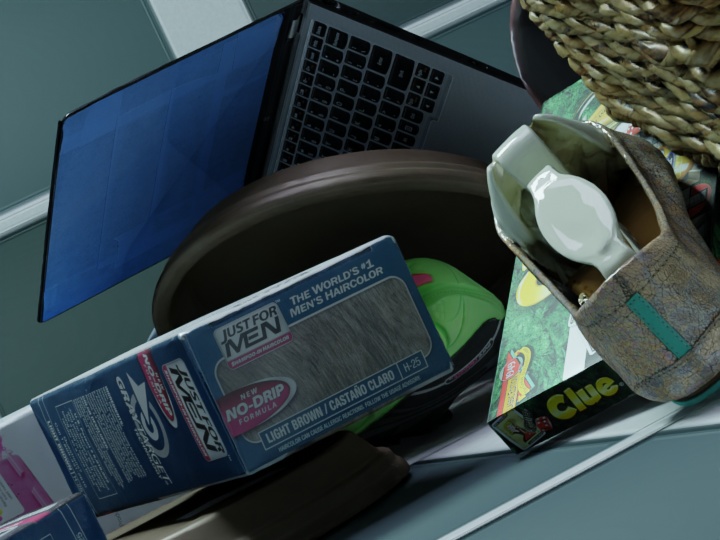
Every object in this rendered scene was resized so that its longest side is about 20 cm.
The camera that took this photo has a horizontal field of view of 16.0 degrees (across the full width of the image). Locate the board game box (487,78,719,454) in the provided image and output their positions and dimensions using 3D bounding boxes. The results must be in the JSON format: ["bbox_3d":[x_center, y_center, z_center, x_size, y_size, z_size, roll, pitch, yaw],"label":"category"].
[{"bbox_3d":[0.105,-0.024,0.994,0.105,0.023,0.201,-34,27,32],"label":"board game box"}]

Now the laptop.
[{"bbox_3d":[-0.033,-0.027,1.201,0.188,0.199,0.116,108,-175,-59],"label":"laptop"}]

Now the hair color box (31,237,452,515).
[{"bbox_3d":[-0.054,0.048,1.053,0.100,0.061,0.200,-26,1,-26],"label":"hair color box"}]

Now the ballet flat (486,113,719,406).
[{"bbox_3d":[0.082,-0.020,0.915,0.068,0.067,0.200,-49,24,5],"label":"ballet flat"}]

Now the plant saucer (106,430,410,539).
[{"bbox_3d":[-0.073,0.115,1.072,0.199,0.030,0.200,-25,1,0],"label":"plant saucer"}]

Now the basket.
[{"bbox_3d":[0.135,-0.129,0.907,0.143,0.149,0.200,-45,26,-3],"label":"basket"}]

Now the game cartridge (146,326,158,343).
[{"bbox_3d":[-0.006,-0.013,1.326,0.201,0.133,0.040,-60,2,0],"label":"game cartridge"}]

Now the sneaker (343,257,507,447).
[{"bbox_3d":[-0.004,0.065,1.199,0.083,0.077,0.200,17,-36,-41],"label":"sneaker"}]

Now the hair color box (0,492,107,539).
[{"bbox_3d":[-0.168,0.147,0.895,0.100,0.061,0.200,-26,2,26],"label":"hair color box"}]

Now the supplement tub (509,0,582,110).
[{"bbox_3d":[0.156,-0.116,1.171,0.107,0.108,0.200,-25,-6,32],"label":"supplement tub"}]

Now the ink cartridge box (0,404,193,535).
[{"bbox_3d":[-0.180,0.127,1.210,0.199,0.085,0.145,-25,-6,-21],"label":"ink cartridge box"}]

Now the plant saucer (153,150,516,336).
[{"bbox_3d":[0.000,0.000,1.205,0.199,0.030,0.200,-8,-29,-4],"label":"plant saucer"}]
